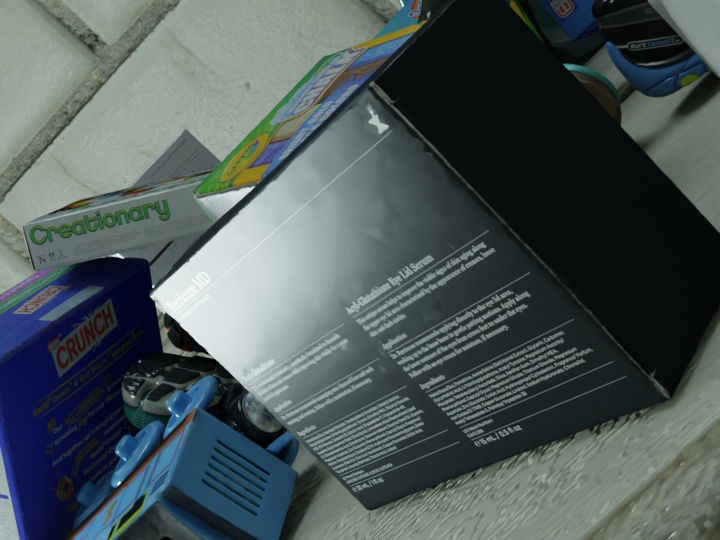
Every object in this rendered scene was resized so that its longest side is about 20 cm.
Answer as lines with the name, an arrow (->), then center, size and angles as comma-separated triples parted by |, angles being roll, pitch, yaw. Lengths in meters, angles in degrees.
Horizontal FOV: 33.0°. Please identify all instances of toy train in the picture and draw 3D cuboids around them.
toy train -> -0.112, 0.144, 0.686 | 0.200, 0.087, 0.114 | -44, 16, 33

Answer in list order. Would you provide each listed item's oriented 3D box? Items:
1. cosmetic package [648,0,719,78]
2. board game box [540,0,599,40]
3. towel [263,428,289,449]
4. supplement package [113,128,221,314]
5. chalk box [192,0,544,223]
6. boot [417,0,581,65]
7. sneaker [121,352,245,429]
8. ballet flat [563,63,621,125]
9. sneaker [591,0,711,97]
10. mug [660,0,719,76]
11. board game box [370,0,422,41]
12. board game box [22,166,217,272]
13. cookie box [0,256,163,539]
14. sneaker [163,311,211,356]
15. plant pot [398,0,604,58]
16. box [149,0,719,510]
cosmetic package -> 0.228, -0.174, 0.526 | 0.200, 0.071, 0.101 | -48, 8, -12
board game box -> 0.221, -0.236, 0.777 | 0.200, 0.045, 0.152 | -43, -9, 36
towel -> -0.003, 0.048, 0.813 | 0.200, 0.024, 0.145 | -40, 9, 38
supplement package -> -0.125, -0.005, 1.063 | 0.120, 0.200, 0.121 | -49, 8, -13
chalk box -> 0.012, -0.040, 0.634 | 0.200, 0.124, 0.124 | -4, 40, 53
boot -> 0.103, -0.181, 0.821 | 0.077, 0.139, 0.200 | 6, 11, 29
sneaker -> -0.105, 0.101, 0.818 | 0.200, 0.077, 0.080 | 32, -109, -77
ballet flat -> 0.096, -0.065, 0.728 | 0.072, 0.068, 0.200 | -61, 9, -8
sneaker -> 0.204, -0.180, 0.640 | 0.200, 0.083, 0.071 | -43, 7, -3
mug -> 0.189, -0.121, 0.297 | 0.175, 0.148, 0.200 | -40, 37, -9
board game box -> 0.072, -0.136, 0.901 | 0.045, 0.152, 0.200 | 6, 38, 28
board game box -> -0.110, -0.047, 0.818 | 0.200, 0.035, 0.126 | -13, 10, 6
cookie box -> -0.196, 0.111, 0.800 | 0.075, 0.200, 0.171 | 5, 23, 23
sneaker -> -0.042, 0.005, 0.873 | 0.200, 0.075, 0.078 | -23, -27, 13
plant pot -> 0.143, -0.263, 1.059 | 0.200, 0.200, 0.188 | -45, 23, 8
box -> 0.021, 0.003, 0.477 | 0.079, 0.141, 0.200 | -52, 10, -35
